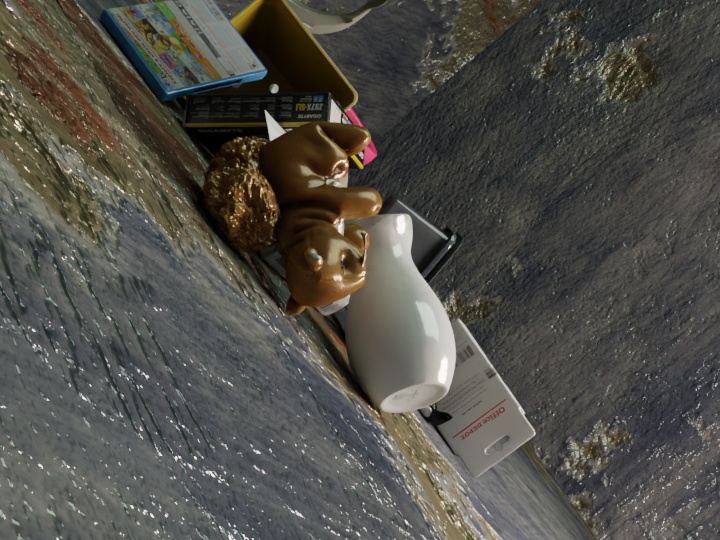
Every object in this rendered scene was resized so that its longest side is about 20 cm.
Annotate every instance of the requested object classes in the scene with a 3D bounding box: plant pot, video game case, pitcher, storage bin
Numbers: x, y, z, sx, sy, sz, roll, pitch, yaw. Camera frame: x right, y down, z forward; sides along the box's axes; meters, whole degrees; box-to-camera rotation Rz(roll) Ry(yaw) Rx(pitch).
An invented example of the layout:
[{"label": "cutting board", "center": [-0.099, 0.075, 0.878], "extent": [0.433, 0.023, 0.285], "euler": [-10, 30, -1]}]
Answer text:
[{"label": "plant pot", "center": [-0.149, -0.254, 1.780], "extent": [0.201, 0.199, 0.176], "euler": [51, -8, -5]}, {"label": "video game case", "center": [-0.228, -0.296, 1.599], "extent": [0.144, 0.018, 0.199], "euler": [53, 38, 10]}, {"label": "pitcher", "center": [0.033, 0.063, 1.385], "extent": [0.172, 0.119, 0.202], "euler": [107, -27, -60]}, {"label": "storage bin", "center": [0.055, -0.027, 2.044], "extent": [0.134, 0.200, 0.146], "euler": [41, 6, -9]}]

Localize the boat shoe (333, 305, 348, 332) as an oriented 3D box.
[{"label": "boat shoe", "center": [0.007, 0.051, 1.576], "extent": [0.072, 0.071, 0.200], "euler": [48, 2, -26]}]

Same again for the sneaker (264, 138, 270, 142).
[{"label": "sneaker", "center": [-0.115, -0.108, 1.597], "extent": [0.087, 0.076, 0.201], "euler": [12, -33, 17]}]

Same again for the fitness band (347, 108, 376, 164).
[{"label": "fitness band", "center": [-0.036, -0.248, 1.985], "extent": [0.145, 0.037, 0.200], "euler": [62, 12, 26]}]

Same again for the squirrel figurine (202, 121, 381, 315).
[{"label": "squirrel figurine", "center": [-0.076, -0.050, 1.267], "extent": [0.197, 0.142, 0.189], "euler": [10, 52, -20]}]

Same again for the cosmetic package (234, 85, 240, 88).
[{"label": "cosmetic package", "center": [-0.195, -0.264, 2.076], "extent": [0.200, 0.071, 0.102], "euler": [50, 4, -36]}]

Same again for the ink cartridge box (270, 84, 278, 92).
[{"label": "ink cartridge box", "center": [-0.117, -0.216, 1.994], "extent": [0.200, 0.083, 0.145], "euler": [48, 43, -31]}]

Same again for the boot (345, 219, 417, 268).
[{"label": "boot", "center": [0.000, 0.000, 1.755], "extent": [0.067, 0.131, 0.201], "euler": [-21, -72, 51]}]

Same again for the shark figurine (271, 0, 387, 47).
[{"label": "shark figurine", "center": [-0.063, -0.373, 1.783], "extent": [0.090, 0.211, 0.130], "euler": [-90, -174, -64]}]

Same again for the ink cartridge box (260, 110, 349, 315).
[{"label": "ink cartridge box", "center": [-0.079, -0.068, 1.467], "extent": [0.163, 0.057, 0.202], "euler": [45, 22, -52]}]

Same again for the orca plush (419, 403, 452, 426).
[{"label": "orca plush", "center": [0.069, 0.121, 1.678], "extent": [0.201, 0.071, 0.105], "euler": [52, 4, 4]}]

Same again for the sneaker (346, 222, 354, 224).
[{"label": "sneaker", "center": [0.028, -0.006, 1.666], "extent": [0.199, 0.085, 0.120], "euler": [29, -25, -26]}]

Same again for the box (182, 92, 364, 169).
[{"label": "box", "center": [-0.108, -0.179, 1.578], "extent": [0.160, 0.197, 0.050], "euler": [39, 55, -69]}]

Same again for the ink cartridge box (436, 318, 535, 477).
[{"label": "ink cartridge box", "center": [0.155, 0.187, 1.749], "extent": [0.201, 0.115, 0.067], "euler": [56, 4, 18]}]
